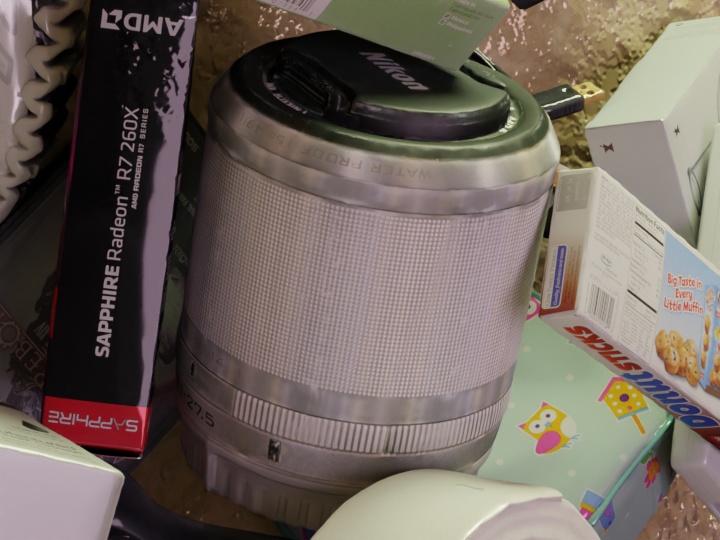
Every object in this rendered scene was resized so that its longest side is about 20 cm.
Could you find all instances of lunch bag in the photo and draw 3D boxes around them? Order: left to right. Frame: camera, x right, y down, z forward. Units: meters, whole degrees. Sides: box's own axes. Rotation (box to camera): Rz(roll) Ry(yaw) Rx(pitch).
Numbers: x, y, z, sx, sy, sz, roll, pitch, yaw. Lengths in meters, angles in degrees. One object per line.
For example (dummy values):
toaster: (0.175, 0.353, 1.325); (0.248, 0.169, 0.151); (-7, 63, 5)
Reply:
lunch bag: (0.060, 0.104, 1.179); (0.200, 0.160, 0.077); (-48, 152, -21)

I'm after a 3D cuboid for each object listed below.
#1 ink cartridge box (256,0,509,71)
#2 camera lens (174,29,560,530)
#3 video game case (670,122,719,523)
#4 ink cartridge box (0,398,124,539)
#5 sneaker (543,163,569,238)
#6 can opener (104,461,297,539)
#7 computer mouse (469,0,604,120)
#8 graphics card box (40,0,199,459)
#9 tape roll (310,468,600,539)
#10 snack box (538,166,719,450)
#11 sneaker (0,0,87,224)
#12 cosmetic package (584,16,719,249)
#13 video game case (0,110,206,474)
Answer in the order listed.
ink cartridge box: (-0.031, -0.184, 1.040); (0.146, 0.200, 0.048); (15, 128, -37)
camera lens: (0.000, 0.000, 1.063); (0.160, 0.160, 0.200); (-8, 120, -35)
video game case: (0.218, 0.050, 1.236); (0.182, 0.024, 0.200); (46, 48, -49)
ink cartridge box: (-0.207, 0.084, 0.940); (0.144, 0.200, 0.084); (16, 90, -30)
sneaker: (0.040, -0.044, 1.193); (0.200, 0.078, 0.077); (18, 96, -31)
can opener: (-0.072, 0.137, 1.037); (0.200, 0.063, 0.079); (15, 55, -29)
computer mouse: (0.104, -0.154, 1.191); (0.200, 0.046, 0.140); (-21, 76, -31)
graphics card box: (-0.107, -0.026, 1.027); (0.051, 0.125, 0.200); (8, 95, -5)
tape roll: (0.038, 0.190, 0.997); (0.202, 0.071, 0.203); (-11, 104, -52)
snack box: (0.145, 0.024, 1.075); (0.200, 0.024, 0.072); (34, 58, -48)
sneaker: (-0.162, -0.118, 1.037); (0.081, 0.075, 0.200); (13, 102, -4)
cosmetic package: (0.194, -0.022, 1.280); (0.151, 0.052, 0.200); (-47, 125, -50)
video game case: (-0.127, 0.021, 1.111); (0.200, 0.019, 0.143); (-49, 122, -20)
